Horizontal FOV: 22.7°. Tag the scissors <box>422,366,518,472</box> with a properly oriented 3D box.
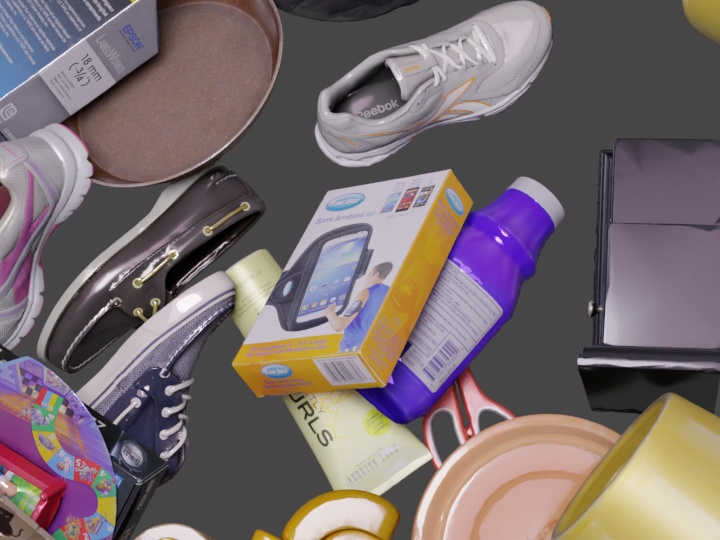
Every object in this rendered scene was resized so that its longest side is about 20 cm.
[{"bbox_3d":[0.059,0.064,1.330,0.073,0.014,0.201,-23,77,1],"label":"scissors"}]

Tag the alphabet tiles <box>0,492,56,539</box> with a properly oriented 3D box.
[{"bbox_3d":[-0.289,0.196,1.255,0.200,0.008,0.167,42,128,-7],"label":"alphabet tiles"}]

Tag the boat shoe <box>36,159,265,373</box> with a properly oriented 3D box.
[{"bbox_3d":[-0.156,0.004,1.335,0.061,0.072,0.201,40,82,16],"label":"boat shoe"}]

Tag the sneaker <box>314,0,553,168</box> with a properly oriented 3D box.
[{"bbox_3d":[0.056,-0.144,1.335,0.200,0.092,0.076,-30,77,-1],"label":"sneaker"}]

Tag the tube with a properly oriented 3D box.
[{"bbox_3d":[-0.033,0.077,1.321,0.058,0.052,0.200,-42,79,40],"label":"tube"}]

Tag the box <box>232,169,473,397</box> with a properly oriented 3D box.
[{"bbox_3d":[0.000,0.000,1.276,0.119,0.042,0.200,-8,43,39],"label":"box"}]

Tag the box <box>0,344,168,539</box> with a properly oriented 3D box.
[{"bbox_3d":[-0.257,0.151,1.293,0.200,0.044,0.161,34,113,11],"label":"box"}]

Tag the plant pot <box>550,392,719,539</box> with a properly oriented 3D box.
[{"bbox_3d":[0.235,0.189,1.177,0.189,0.201,0.201,38,84,3],"label":"plant pot"}]

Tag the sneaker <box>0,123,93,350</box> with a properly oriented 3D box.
[{"bbox_3d":[-0.277,-0.019,1.318,0.081,0.088,0.201,34,110,30],"label":"sneaker"}]

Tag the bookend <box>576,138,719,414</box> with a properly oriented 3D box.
[{"bbox_3d":[0.202,-0.012,1.234,0.092,0.200,0.200,1,79,10],"label":"bookend"}]

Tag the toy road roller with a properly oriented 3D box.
[{"bbox_3d":[-0.053,0.208,1.255,0.199,0.123,0.146,25,81,6],"label":"toy road roller"}]

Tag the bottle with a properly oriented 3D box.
[{"bbox_3d":[0.070,0.017,1.303,0.083,0.065,0.200,41,73,2],"label":"bottle"}]

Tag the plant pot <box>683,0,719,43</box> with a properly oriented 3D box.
[{"bbox_3d":[0.267,-0.276,1.292,0.189,0.201,0.201,36,83,27],"label":"plant pot"}]

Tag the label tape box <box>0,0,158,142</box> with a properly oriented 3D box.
[{"bbox_3d":[-0.222,-0.203,1.366,0.200,0.063,0.144,-36,54,-2],"label":"label tape box"}]

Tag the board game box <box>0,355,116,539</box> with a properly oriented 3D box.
[{"bbox_3d":[-0.266,0.154,1.249,0.199,0.039,0.159,-17,96,25],"label":"board game box"}]

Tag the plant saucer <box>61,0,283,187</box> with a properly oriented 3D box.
[{"bbox_3d":[-0.145,-0.142,1.356,0.200,0.035,0.201,-11,57,18],"label":"plant saucer"}]

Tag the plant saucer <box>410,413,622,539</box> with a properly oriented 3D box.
[{"bbox_3d":[0.135,0.202,1.277,0.199,0.032,0.201,0,81,1],"label":"plant saucer"}]

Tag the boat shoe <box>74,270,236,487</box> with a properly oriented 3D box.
[{"bbox_3d":[-0.144,0.096,1.308,0.200,0.075,0.093,-43,82,15],"label":"boat shoe"}]

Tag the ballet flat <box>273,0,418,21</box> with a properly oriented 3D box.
[{"bbox_3d":[0.020,-0.235,1.388,0.199,0.057,0.067,-9,120,5],"label":"ballet flat"}]
